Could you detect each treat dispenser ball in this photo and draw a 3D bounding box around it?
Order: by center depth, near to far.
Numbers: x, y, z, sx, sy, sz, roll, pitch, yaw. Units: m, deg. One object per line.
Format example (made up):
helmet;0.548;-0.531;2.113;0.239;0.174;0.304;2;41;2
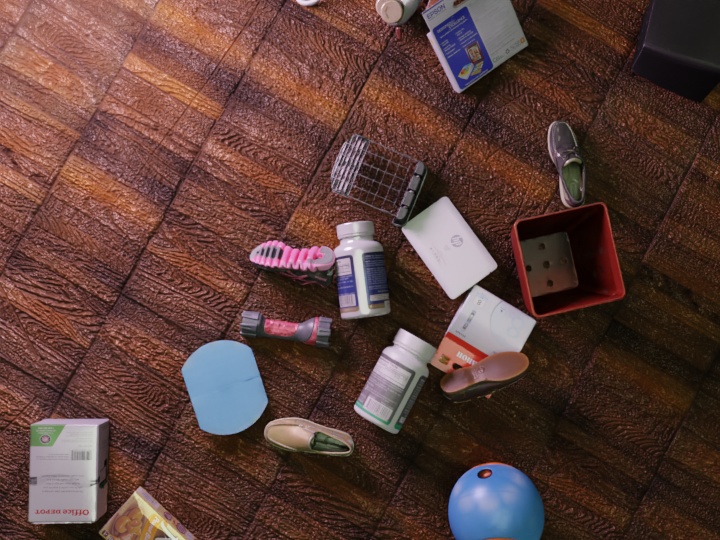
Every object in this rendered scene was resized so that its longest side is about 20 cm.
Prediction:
treat dispenser ball;0.281;0.505;1.566;0.197;0.201;0.204;0;87;-2

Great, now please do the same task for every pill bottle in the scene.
pill bottle;0.078;0.235;1.616;0.112;0.113;0.202;29;86;-1
pill bottle;0.000;0.000;1.625;0.109;0.111;0.203;-7;88;-3

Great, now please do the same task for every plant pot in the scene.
plant pot;0.422;-0.016;1.611;0.197;0.176;0.203;-12;87;-3
plant pot;0.705;-0.508;1.647;0.175;0.200;0.203;14;87;9

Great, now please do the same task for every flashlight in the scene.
flashlight;-0.161;0.123;1.634;0.197;0.068;0.069;9;88;-3

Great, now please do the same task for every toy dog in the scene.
toy dog;0.128;-0.582;1.661;0.197;0.133;0.097;-11;123;27

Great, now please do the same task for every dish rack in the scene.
dish rack;0.038;-0.204;1.666;0.198;0.055;0.155;23;83;1

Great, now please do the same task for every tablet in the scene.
tablet;0.196;-0.052;1.668;0.129;0.014;0.201;-34;79;-4

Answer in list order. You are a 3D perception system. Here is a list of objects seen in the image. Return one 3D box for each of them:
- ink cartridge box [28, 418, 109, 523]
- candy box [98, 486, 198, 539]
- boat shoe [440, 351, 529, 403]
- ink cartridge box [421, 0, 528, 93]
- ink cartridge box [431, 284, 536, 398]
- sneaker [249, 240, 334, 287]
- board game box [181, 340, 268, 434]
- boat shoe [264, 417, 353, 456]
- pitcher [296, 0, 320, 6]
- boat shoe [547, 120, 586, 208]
ink cartridge box;-0.615;0.421;1.592;0.144;0.084;0.204;1;87;-2
candy box;-0.442;0.576;1.606;0.200;0.055;0.116;43;86;0
boat shoe;0.272;0.234;1.633;0.197;0.071;0.071;-17;46;12
ink cartridge box;0.249;-0.531;1.654;0.196;0.047;0.201;-34;116;-3
ink cartridge box;0.270;0.157;1.660;0.159;0.047;0.202;30;85;0
sneaker;-0.147;-0.005;1.640;0.197;0.096;0.080;8;48;17
board game box;-0.293;0.251;1.639;0.156;0.039;0.203;-19;93;-8
boat shoe;-0.111;0.361;1.620;0.197;0.076;0.073;7;87;-2
pitcher;-0.059;-0.682;1.666;0.197;0.121;0.174;-2;108;8
boat shoe;0.469;-0.240;1.679;0.071;0.066;0.204;-10;87;-2
